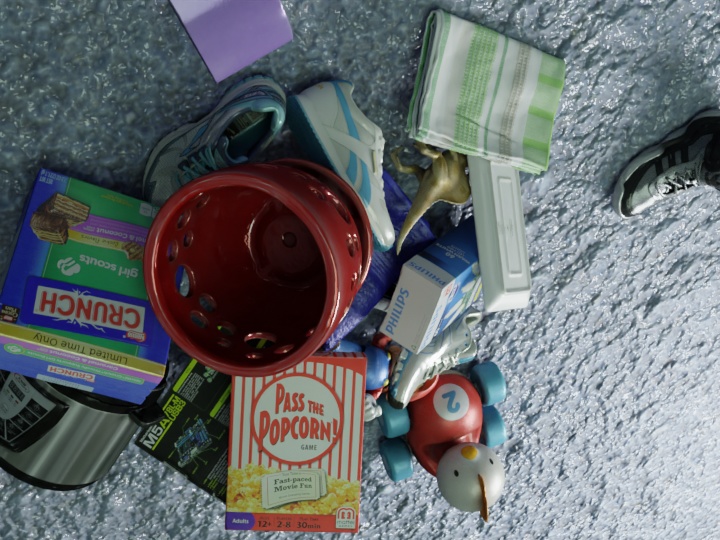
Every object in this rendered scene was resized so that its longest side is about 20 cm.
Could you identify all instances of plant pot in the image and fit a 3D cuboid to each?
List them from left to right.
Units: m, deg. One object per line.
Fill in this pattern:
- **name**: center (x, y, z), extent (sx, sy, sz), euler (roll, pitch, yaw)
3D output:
- **plant pot**: center (-0.092, -0.012, 0.968), extent (0.200, 0.182, 0.201), euler (3, 103, 14)

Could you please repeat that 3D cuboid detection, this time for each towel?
- **towel**: center (-0.016, -0.022, 1.121), extent (0.200, 0.050, 0.148), euler (-45, 102, -11)
- **towel**: center (0.152, -0.203, 1.111), extent (0.199, 0.031, 0.150), euler (12, 90, -29)

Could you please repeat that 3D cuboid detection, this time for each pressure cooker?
- **pressure cooker**: center (-0.314, 0.118, 1.064), extent (0.176, 0.179, 0.200), euler (27, 113, -26)

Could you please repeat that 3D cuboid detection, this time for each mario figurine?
- **mario figurine**: center (0.033, 0.124, 1.252), extent (0.200, 0.106, 0.124), euler (13, 111, -39)

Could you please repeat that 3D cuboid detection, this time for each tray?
- **tray**: center (0.175, -0.052, 1.165), extent (0.107, 0.022, 0.201), euler (-3, 86, -52)

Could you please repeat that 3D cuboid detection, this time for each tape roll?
- **tape roll**: center (-0.145, -0.277, 0.863), extent (0.085, 0.200, 0.200), euler (-30, 128, -1)

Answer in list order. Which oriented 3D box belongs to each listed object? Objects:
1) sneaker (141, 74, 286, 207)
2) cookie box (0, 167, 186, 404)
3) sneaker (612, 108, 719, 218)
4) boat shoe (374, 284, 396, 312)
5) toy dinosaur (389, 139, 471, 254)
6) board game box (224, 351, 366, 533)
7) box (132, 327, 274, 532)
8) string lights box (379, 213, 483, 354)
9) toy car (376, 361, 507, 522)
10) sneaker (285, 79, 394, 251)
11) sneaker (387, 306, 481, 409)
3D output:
- **sneaker**: center (-0.159, -0.126, 1.023), extent (0.200, 0.086, 0.078), euler (-44, 119, 9)
- **cookie box**: center (-0.275, 0.016, 0.979), extent (0.171, 0.201, 0.075), euler (18, 143, -21)
- **sneaker**: center (0.434, -0.125, 1.265), extent (0.200, 0.114, 0.076), euler (-39, 127, 4)
- **boat shoe**: center (-0.001, -0.001, 1.190), extent (0.199, 0.074, 0.068), euler (24, 93, -20)
- **toy dinosaur**: center (0.086, -0.113, 1.115), extent (0.101, 0.058, 0.200), euler (50, 52, -7)
- **board game box**: center (-0.073, 0.191, 1.082), extent (0.151, 0.046, 0.201), euler (2, 93, -5)
- **box**: center (-0.131, 0.171, 1.124), extent (0.193, 0.048, 0.200), euler (34, 89, -2)
- **string lights box**: center (0.108, 0.009, 1.174), extent (0.200, 0.059, 0.103), euler (-36, 151, -50)
- **toy car**: center (0.142, 0.256, 1.333), extent (0.184, 0.200, 0.177), euler (-16, 128, -13)
- **sneaker**: center (-0.004, -0.116, 1.065), extent (0.081, 0.076, 0.200), euler (-29, 99, -22)
- **sneaker**: center (0.100, 0.101, 1.212), extent (0.086, 0.200, 0.075), euler (27, 143, 7)
